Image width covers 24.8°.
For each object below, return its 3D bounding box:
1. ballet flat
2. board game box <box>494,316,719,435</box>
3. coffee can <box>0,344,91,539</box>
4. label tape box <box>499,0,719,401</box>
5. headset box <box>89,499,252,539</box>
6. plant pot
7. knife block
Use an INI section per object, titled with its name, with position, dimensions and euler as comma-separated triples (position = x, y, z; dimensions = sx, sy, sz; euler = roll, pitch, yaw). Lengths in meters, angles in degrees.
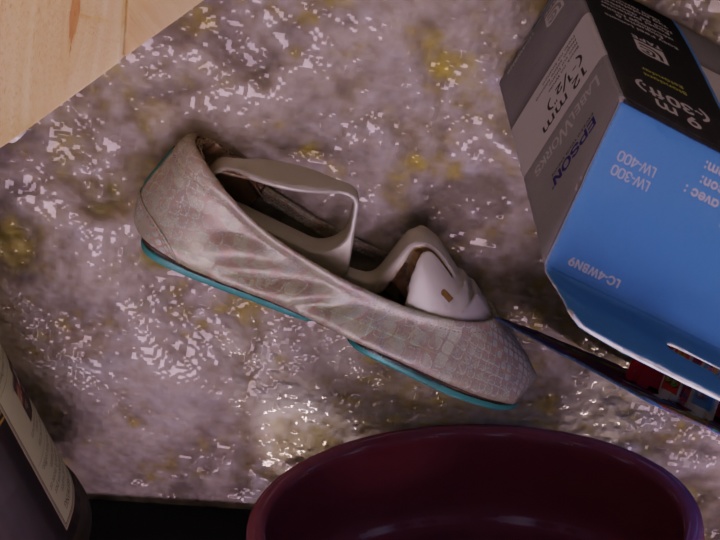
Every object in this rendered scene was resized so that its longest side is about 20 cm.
[ballet flat]
position = 0.000, 0.000, 0.710
dimensions = 0.200, 0.067, 0.062
euler = 23, 111, -14
[board game box]
position = 0.154, 0.045, 0.679
dimensions = 0.158, 0.200, 0.039
euler = 22, 94, -24
[coffee can]
position = -0.221, 0.059, 0.701
dimensions = 0.146, 0.146, 0.200
euler = -15, 122, 10
[label tape box]
position = 0.135, -0.024, 0.609
dimensions = 0.143, 0.200, 0.066
euler = 25, 114, -15
[headset box]
position = -0.140, 0.197, 0.776
dimensions = 0.200, 0.174, 0.093
euler = 4, 124, -1
[plant pot]
position = 0.052, 0.187, 0.727
dimensions = 0.200, 0.200, 0.179
euler = -2, 107, 2
[knife block]
position = -0.126, -0.162, 0.602
dimensions = 0.200, 0.064, 0.176
euler = -32, 117, 20
